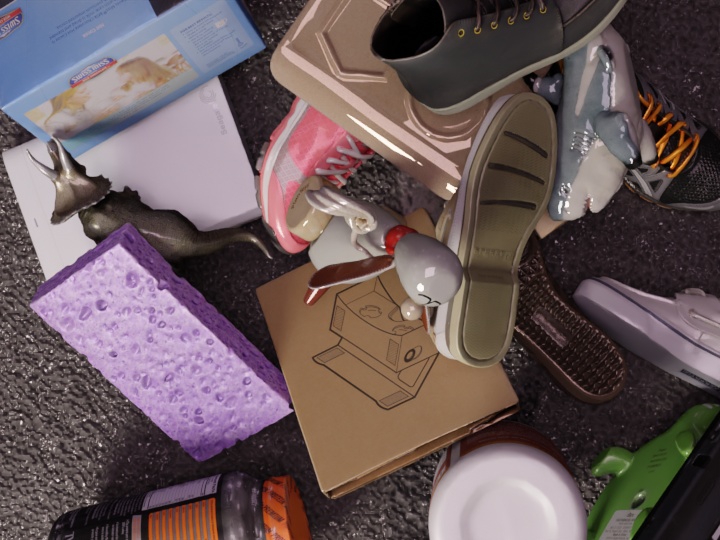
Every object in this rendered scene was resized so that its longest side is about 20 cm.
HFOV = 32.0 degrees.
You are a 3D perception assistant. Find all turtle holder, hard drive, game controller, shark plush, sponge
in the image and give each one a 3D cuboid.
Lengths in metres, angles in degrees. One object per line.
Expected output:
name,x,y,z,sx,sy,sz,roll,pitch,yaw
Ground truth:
turtle holder,0.252,0.196,0.981,0.131,0.186,0.141,41,128,-10
hard drive,-0.190,-0.074,1.062,0.197,0.026,0.134,-21,88,5
game controller,0.256,0.182,0.885,0.200,0.042,0.105,-47,112,-23
shark plush,0.156,-0.141,0.925,0.082,0.091,0.203,-12,104,23
sponge,-0.155,0.063,0.999,0.111,0.030,0.200,-31,115,28

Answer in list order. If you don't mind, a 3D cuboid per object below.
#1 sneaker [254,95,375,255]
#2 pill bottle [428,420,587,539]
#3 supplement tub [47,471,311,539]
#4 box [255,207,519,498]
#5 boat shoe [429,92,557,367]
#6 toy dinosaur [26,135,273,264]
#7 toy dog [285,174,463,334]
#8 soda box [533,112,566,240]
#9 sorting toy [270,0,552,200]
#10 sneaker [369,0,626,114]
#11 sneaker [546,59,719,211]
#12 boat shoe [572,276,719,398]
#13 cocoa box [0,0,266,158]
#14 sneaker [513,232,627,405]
sneaker,-0.021,-0.107,1.008,0.086,0.073,0.203,18,91,34
pill bottle,0.109,0.174,0.948,0.110,0.200,0.114,0,91,5
supplement tub,-0.142,0.235,1.009,0.197,0.122,0.124,-13,89,5
box,0.016,0.060,0.993,0.162,0.021,0.202,-25,53,4
boat shoe,0.088,-0.034,0.930,0.074,0.068,0.203,15,90,-29
toy dinosaur,-0.171,-0.029,0.996,0.198,0.102,0.078,27,93,5
toy dog,0.000,0.000,0.931,0.130,0.200,0.097,25,95,-7
soda box,0.114,-0.125,1.016,0.067,0.064,0.201,-35,88,4
sorting toy,0.055,-0.185,0.971,0.184,0.036,0.201,34,91,2
sneaker,0.105,-0.186,0.872,0.199,0.106,0.075,-37,68,16
sneaker,0.221,-0.113,1.001,0.199,0.077,0.079,33,91,3
boat shoe,0.268,0.048,1.001,0.198,0.072,0.066,28,78,9
cocoa box,-0.198,-0.205,0.997,0.198,0.133,0.132,-29,74,3
sneaker,0.132,0.029,1.009,0.070,0.076,0.201,-35,79,-9
